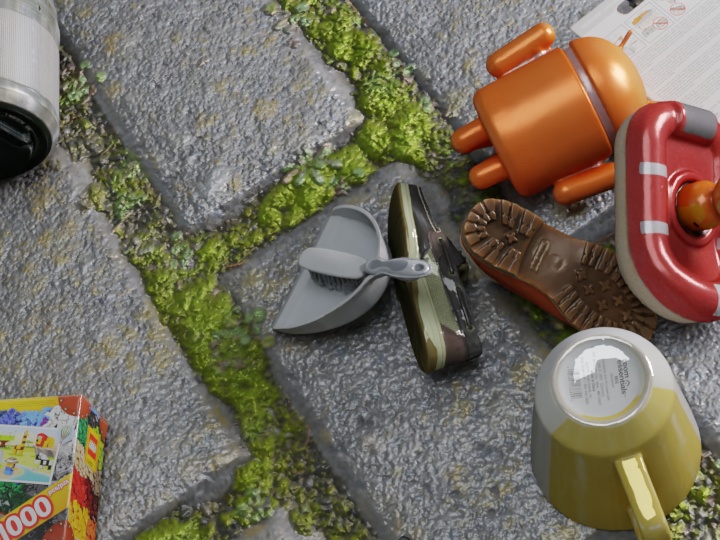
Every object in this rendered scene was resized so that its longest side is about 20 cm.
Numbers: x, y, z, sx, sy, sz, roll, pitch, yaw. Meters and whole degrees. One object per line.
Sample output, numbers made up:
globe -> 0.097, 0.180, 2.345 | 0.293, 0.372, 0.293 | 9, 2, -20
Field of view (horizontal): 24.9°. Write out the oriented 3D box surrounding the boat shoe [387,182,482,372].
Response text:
boat shoe -> 0.070, 0.005, 1.531 | 0.066, 0.072, 0.202 | -2, 55, -12

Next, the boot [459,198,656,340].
boot -> 0.177, 0.005, 1.497 | 0.200, 0.107, 0.075 | 34, 81, -1

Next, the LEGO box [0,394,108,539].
LEGO box -> -0.346, 0.203, 1.519 | 0.199, 0.077, 0.150 | -5, 61, 11

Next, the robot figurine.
robot figurine -> 0.186, -0.144, 1.546 | 0.199, 0.117, 0.144 | -28, 51, 7

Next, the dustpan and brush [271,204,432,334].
dustpan and brush -> 0.000, 0.000, 1.512 | 0.199, 0.057, 0.140 | 9, 65, 41

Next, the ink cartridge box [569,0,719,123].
ink cartridge box -> 0.329, -0.217, 1.597 | 0.161, 0.050, 0.200 | -39, 56, -8

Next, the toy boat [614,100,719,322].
toy boat -> 0.305, -0.055, 1.436 | 0.130, 0.130, 0.201 | -13, 73, 50

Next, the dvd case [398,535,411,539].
dvd case -> 0.038, 0.342, 1.380 | 0.142, 0.018, 0.200 | 28, 73, 26

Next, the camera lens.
camera lens -> -0.395, -0.207, 1.706 | 0.159, 0.160, 0.201 | -11, 60, 8

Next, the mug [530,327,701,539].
mug -> 0.222, 0.133, 1.369 | 0.186, 0.153, 0.149 | 36, 75, 27
